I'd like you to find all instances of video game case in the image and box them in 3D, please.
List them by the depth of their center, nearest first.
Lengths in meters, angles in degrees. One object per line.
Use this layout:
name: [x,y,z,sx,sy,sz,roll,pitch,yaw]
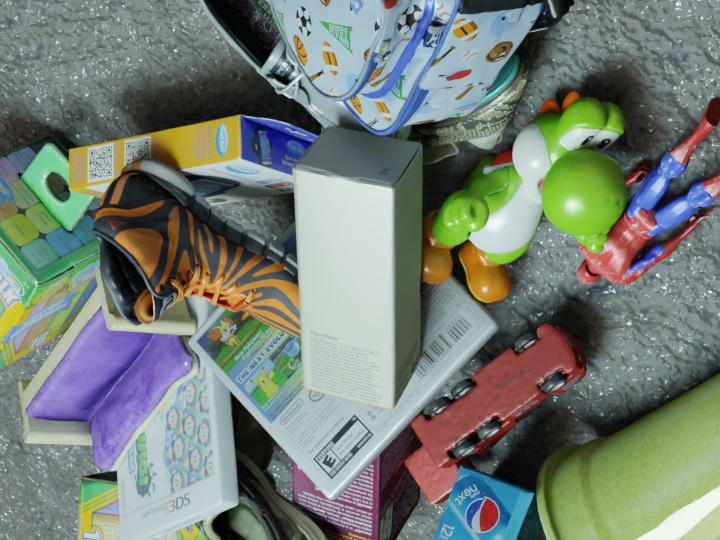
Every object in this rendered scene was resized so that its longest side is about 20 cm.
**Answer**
video game case: [-0.016,0.051,1.193,0.182,0.022,0.200,46,101,15]
video game case: [-0.170,0.129,1.309,0.024,0.201,0.182,8,156,-35]

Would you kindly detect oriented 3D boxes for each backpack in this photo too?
backpack: [0.027,-0.185,0.980,0.191,0.153,0.201,106,146,-58]

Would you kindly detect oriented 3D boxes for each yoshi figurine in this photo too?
yoshi figurine: [0.124,-0.041,1.078,0.112,0.112,0.200,47,133,3]

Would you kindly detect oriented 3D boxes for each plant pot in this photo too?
plant pot: [0.269,0.171,1.132,0.200,0.201,0.184,42,120,-5]

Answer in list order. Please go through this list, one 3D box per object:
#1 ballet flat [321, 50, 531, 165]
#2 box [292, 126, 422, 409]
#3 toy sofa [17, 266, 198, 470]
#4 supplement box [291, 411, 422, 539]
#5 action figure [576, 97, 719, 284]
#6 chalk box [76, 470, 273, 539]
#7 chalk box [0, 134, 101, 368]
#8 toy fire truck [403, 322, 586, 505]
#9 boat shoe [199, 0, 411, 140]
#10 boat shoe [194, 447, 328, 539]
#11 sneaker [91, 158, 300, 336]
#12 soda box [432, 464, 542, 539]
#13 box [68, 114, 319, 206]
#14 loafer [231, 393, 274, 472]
ballet flat: [0.061,-0.116,1.111,0.199,0.068,0.075,-11,139,40]
box: [0.000,0.000,1.090,0.082,0.068,0.201,13,127,17]
toy sofa: [-0.227,0.093,1.305,0.082,0.098,0.200,7,140,-35]
supplement box: [-0.002,0.158,1.301,0.085,0.110,0.201,15,128,18]
action figure: [0.218,-0.045,1.081,0.065,0.052,0.200,42,137,1]
chalk box: [-0.161,0.266,1.425,0.199,0.124,0.125,3,89,27]
chalk box: [-0.295,-0.025,1.290,0.125,0.124,0.200,48,133,9]
toy fire truck: [0.110,0.121,1.221,0.200,0.141,0.049,-38,71,14]
boat shoe: [-0.049,-0.156,1.089,0.201,0.071,0.070,45,123,16]
boat shoe: [-0.112,0.212,1.293,0.200,0.066,0.072,34,109,29]
sneaker: [-0.124,0.013,1.130,0.199,0.112,0.078,35,138,-12]
soda box: [0.113,0.211,1.230,0.064,0.068,0.200,19,173,15]
box: [-0.123,-0.084,1.189,0.199,0.119,0.042,-5,80,32]
loafer: [-0.101,0.117,1.346,0.067,0.076,0.201,15,129,25]
